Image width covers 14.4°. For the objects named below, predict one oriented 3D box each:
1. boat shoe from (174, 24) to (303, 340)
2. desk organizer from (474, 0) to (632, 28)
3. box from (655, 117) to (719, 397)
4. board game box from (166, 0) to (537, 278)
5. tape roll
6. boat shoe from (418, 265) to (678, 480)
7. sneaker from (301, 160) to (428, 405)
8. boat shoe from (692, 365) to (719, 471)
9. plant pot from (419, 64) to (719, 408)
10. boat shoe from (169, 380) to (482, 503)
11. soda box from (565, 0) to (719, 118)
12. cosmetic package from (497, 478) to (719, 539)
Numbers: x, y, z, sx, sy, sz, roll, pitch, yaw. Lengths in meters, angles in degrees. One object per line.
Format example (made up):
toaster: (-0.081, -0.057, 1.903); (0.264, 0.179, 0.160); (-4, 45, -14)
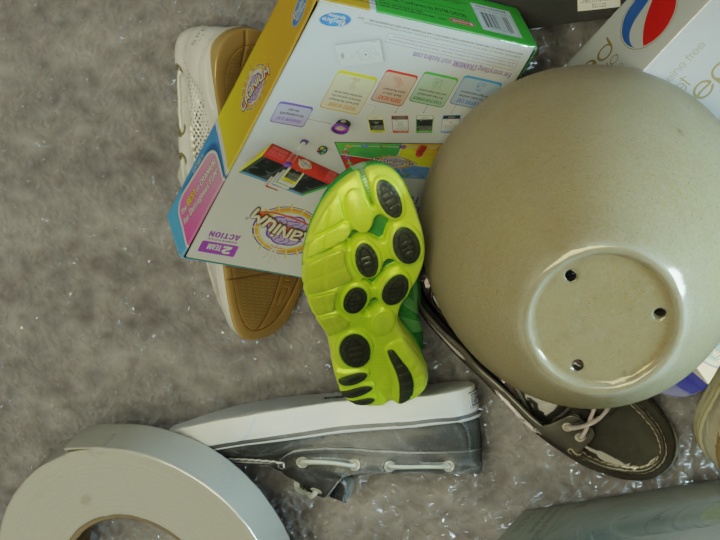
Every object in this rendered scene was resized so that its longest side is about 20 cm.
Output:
boat shoe: (-0.080, -0.058, 1.779); (0.069, 0.071, 0.201); (15, 115, 47)
desk organizer: (0.090, -0.195, 1.707); (0.199, 0.077, 0.072); (-8, 129, 0)
box: (0.223, -0.021, 1.718); (0.119, 0.041, 0.200); (40, 107, 6)
board game box: (-0.007, -0.081, 1.690); (0.152, 0.040, 0.201); (10, 127, -29)
tape roll: (-0.135, 0.193, 1.803); (0.202, 0.037, 0.204); (10, 117, 19)
boat shoe: (0.108, 0.063, 1.747); (0.200, 0.057, 0.067); (40, 104, 6)
sneaker: (0.000, 0.000, 1.678); (0.074, 0.201, 0.084); (-8, 52, -3)
boat shoe: (0.259, 0.039, 1.665); (0.073, 0.069, 0.201); (14, 111, -13)
plant pot: (0.134, 0.000, 1.621); (0.199, 0.135, 0.202); (0, 115, 0)
boat shoe: (-0.021, 0.113, 1.783); (0.199, 0.072, 0.068); (-6, 94, 7)
soda box: (0.173, -0.113, 1.686); (0.068, 0.064, 0.200); (30, 113, -33)
cosmetic package: (0.182, 0.202, 1.672); (0.199, 0.199, 0.124); (-9, 95, 15)
